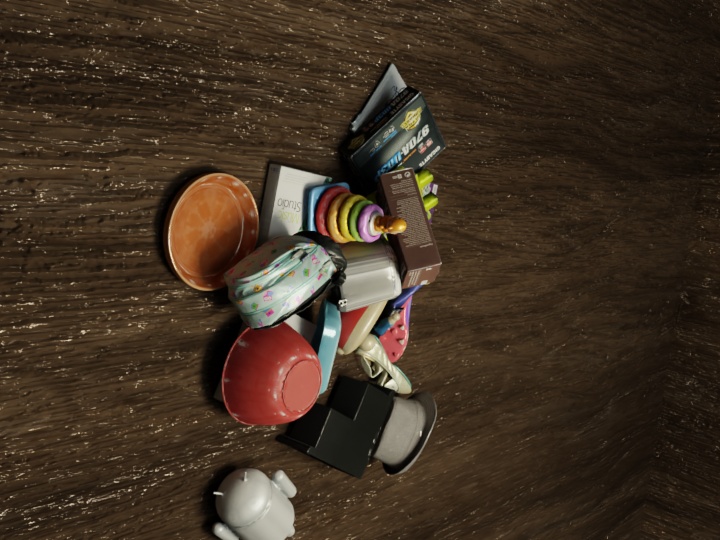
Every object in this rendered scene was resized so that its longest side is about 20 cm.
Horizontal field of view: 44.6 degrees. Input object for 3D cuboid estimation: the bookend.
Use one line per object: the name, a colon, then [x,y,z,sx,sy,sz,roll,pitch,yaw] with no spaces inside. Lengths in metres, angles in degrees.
bookend: [-0.046,0.299,1.812,0.200,0.091,0.201,37,71,-47]

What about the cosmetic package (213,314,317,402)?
cosmetic package: [-0.176,0.169,1.652,0.150,0.051,0.202,33,75,-51]

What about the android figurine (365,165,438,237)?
android figurine: [0.074,-0.123,1.804,0.199,0.041,0.183,-34,133,-21]

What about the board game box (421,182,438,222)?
board game box: [0.111,-0.103,1.934,0.119,0.032,0.203,10,92,-55]

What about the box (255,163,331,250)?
box: [-0.128,-0.088,1.648,0.143,0.036,0.203,6,97,-50]

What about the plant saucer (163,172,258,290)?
plant saucer: [-0.257,-0.067,1.504,0.199,0.032,0.203,-18,114,-47]

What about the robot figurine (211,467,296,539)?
robot figurine: [-0.199,0.449,1.656,0.169,0.113,0.201,-40,132,-11]

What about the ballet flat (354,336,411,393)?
ballet flat: [0.044,0.220,1.921,0.063,0.067,0.201,-53,126,-26]

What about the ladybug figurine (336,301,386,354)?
ladybug figurine: [-0.003,0.079,1.788,0.072,0.136,0.201,34,65,-8]

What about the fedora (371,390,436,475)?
fedora: [0.076,0.347,1.938,0.089,0.177,0.201,23,110,-21]

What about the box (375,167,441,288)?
box: [0.088,-0.079,1.663,0.074,0.100,0.202,-14,71,-9]

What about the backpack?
backpack: [-0.140,0.015,1.537,0.199,0.166,0.128,-38,106,-31]

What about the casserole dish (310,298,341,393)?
casserole dish: [-0.072,0.153,1.704,0.038,0.121,0.202,11,111,-9]

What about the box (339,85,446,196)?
box: [0.069,-0.249,1.783,0.200,0.046,0.159,-43,135,-11]

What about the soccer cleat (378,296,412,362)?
soccer cleat: [0.083,0.103,1.937,0.076,0.066,0.203,-32,130,-66]

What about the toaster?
toaster: [0.000,0.000,1.687,0.127,0.200,0.115,-13,114,-7]

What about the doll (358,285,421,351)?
doll: [0.061,0.083,1.824,0.048,0.136,0.201,40,88,-18]

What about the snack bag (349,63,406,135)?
snack bag: [0.070,-0.303,1.833,0.190,0.021,0.200,-59,137,-20]

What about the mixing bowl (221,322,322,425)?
mixing bowl: [-0.141,0.195,1.581,0.199,0.108,0.203,-15,110,-46]

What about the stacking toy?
stacking toy: [0.004,-0.093,1.622,0.115,0.198,0.111,-16,113,-49]
